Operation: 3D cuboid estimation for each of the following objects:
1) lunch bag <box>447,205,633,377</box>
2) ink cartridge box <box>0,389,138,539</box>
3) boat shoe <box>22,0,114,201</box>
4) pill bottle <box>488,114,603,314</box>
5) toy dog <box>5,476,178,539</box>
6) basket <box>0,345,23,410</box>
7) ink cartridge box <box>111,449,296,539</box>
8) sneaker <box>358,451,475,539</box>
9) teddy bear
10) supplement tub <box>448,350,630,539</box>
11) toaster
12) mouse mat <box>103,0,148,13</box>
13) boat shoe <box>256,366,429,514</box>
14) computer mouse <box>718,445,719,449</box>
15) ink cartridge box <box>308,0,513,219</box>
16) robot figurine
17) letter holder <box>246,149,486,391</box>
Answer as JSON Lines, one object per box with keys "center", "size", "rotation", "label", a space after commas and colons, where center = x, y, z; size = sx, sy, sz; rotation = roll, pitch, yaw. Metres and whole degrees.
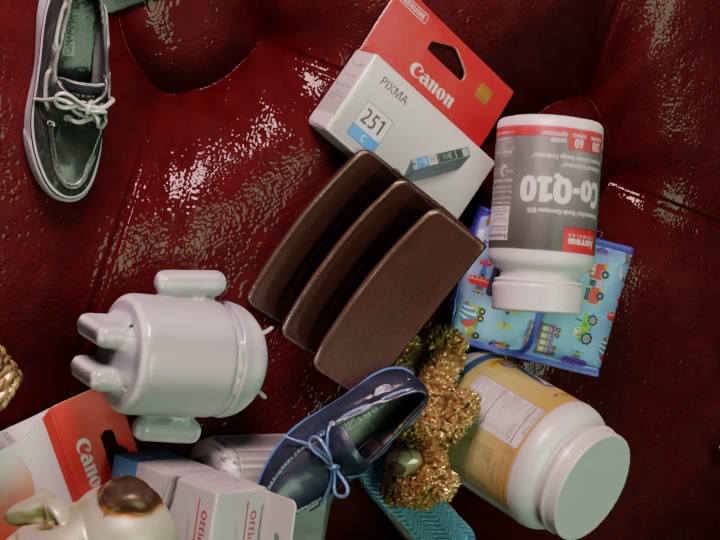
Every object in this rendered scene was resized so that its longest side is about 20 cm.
{"center": [0.183, 0.019, 1.619], "size": [0.198, 0.094, 0.152], "rotation": [13, 95, -20], "label": "lunch bag"}
{"center": [-0.295, 0.220, 1.381], "size": [0.199, 0.050, 0.163], "rotation": [-24, 116, -22], "label": "ink cartridge box"}
{"center": [-0.252, -0.157, 1.290], "size": [0.073, 0.068, 0.201], "rotation": [2, 102, -32], "label": "boat shoe"}
{"center": [0.193, -0.057, 1.523], "size": [0.113, 0.114, 0.202], "rotation": [5, 88, -33], "label": "pill bottle"}
{"center": [-0.258, 0.259, 1.276], "size": [0.199, 0.194, 0.140], "rotation": [-31, 107, -22], "label": "toy dog"}
{"center": [-0.408, 0.092, 1.216], "size": [0.200, 0.142, 0.150], "rotation": [-40, 121, -17], "label": "basket"}
{"center": [-0.156, 0.249, 1.371], "size": [0.066, 0.199, 0.117], "rotation": [4, 94, -46], "label": "ink cartridge box"}
{"center": [0.044, 0.241, 1.590], "size": [0.076, 0.081, 0.201], "rotation": [-36, 100, -17], "label": "sneaker"}
{"center": [0.058, 0.147, 1.515], "size": [0.067, 0.144, 0.201], "rotation": [61, 49, -64], "label": "teddy bear"}
{"center": [0.175, 0.188, 1.564], "size": [0.144, 0.199, 0.146], "rotation": [-25, 129, -35], "label": "supplement tub"}
{"center": [-0.106, 0.243, 1.470], "size": [0.128, 0.113, 0.202], "rotation": [6, 99, -31], "label": "toaster"}
{"center": [-0.172, -0.340, 1.328], "size": [0.199, 0.008, 0.162], "rotation": [-24, 115, -24], "label": "mouse mat"}
{"center": [-0.019, 0.165, 1.405], "size": [0.200, 0.069, 0.084], "rotation": [-46, 114, -10], "label": "boat shoe"}
{"center": [0.498, 0.173, 1.876], "size": [0.140, 0.046, 0.201], "rotation": [-43, 133, -20], "label": "computer mouse"}
{"center": [0.067, -0.167, 1.506], "size": [0.200, 0.045, 0.177], "rotation": [37, 84, -34], "label": "ink cartridge box"}
{"center": [-0.172, 0.082, 1.381], "size": [0.199, 0.113, 0.171], "rotation": [7, 101, -33], "label": "robot figurine"}
{"center": [0.000, 0.000, 1.452], "size": [0.142, 0.101, 0.200], "rotation": [35, 97, -32], "label": "letter holder"}
